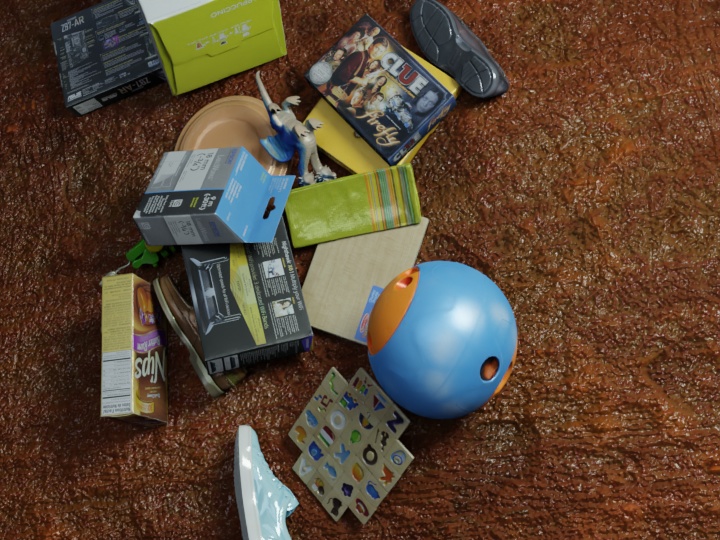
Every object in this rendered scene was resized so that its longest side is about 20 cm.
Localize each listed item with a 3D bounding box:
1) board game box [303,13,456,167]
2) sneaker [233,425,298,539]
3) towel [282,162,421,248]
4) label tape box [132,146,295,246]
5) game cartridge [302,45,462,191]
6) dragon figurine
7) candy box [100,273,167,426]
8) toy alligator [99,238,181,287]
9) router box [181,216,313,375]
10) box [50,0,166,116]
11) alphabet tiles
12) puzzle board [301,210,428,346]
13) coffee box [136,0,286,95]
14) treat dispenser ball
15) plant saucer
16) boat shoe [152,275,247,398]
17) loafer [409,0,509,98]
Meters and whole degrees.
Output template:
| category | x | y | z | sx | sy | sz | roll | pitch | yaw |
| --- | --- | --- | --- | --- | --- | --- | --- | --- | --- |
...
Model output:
| category | x | y | z | sx | sy | sz | roll | pitch | yaw |
| --- | --- | --- | --- | --- | --- | --- | --- | --- | --- |
| board game box | 0.027 | -0.267 | 1.486 | 0.135 | 0.035 | 0.200 | -43 | 69 | -1 |
| sneaker | -0.129 | 0.312 | 1.397 | 0.080 | 0.074 | 0.204 | -4 | 67 | -17 |
| towel | -0.013 | -0.093 | 1.459 | 0.196 | 0.018 | 0.088 | -11 | 93 | 11 |
| label tape box | -0.208 | -0.109 | 1.448 | 0.196 | 0.064 | 0.146 | -2 | 46 | 18 |
| game cartridge | 0.029 | -0.239 | 1.513 | 0.175 | 0.032 | 0.201 | 36 | 85 | 21 |
| dragon figurine | -0.110 | -0.201 | 1.497 | 0.200 | 0.100 | 0.059 | 43 | 51 | 17 |
| candy box | -0.327 | 0.118 | 1.466 | 0.055 | 0.117 | 0.204 | -6 | 74 | 13 |
| toy alligator | -0.313 | -0.035 | 1.539 | 0.054 | 0.059 | 0.200 | 43 | 89 | -20 |
| router box | -0.164 | 0.033 | 1.438 | 0.154 | 0.053 | 0.203 | -12 | 62 | -9 |
| box | -0.403 | -0.364 | 1.654 | 0.196 | 0.044 | 0.163 | -20 | 71 | 9 |
| alphabet tiles | -0.016 | 0.236 | 1.357 | 0.166 | 0.006 | 0.202 | 45 | 119 | 21 |
| puzzle board | 0.000 | 0.000 | 1.463 | 0.148 | 0.017 | 0.204 | 17 | 81 | 18 |
| coffee box | -0.240 | -0.424 | 1.520 | 0.196 | 0.201 | 0.201 | -22 | 71 | -8 |
| treat dispenser ball | 0.105 | 0.090 | 1.310 | 0.196 | 0.201 | 0.205 | -4 | 74 | 14 |
| plant saucer | -0.201 | -0.176 | 1.556 | 0.196 | 0.032 | 0.205 | -4 | 74 | 15 |
| boat shoe | -0.233 | 0.086 | 1.480 | 0.067 | 0.072 | 0.202 | -32 | 79 | -1 |
| loafer | 0.147 | -0.327 | 1.496 | 0.072 | 0.062 | 0.201 | -52 | 61 | 30 |
